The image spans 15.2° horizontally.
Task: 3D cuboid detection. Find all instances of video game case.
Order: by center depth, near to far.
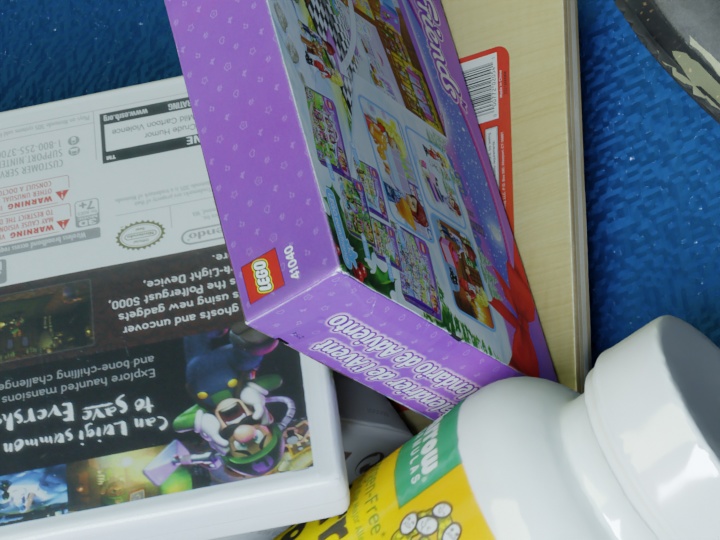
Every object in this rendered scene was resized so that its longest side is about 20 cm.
[{"bbox_3d":[-0.111,0.019,0.873,0.199,0.023,0.182,-11,50,3],"label":"video game case"}]

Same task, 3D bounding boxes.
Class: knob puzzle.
[{"bbox_3d":[0.000,0.000,0.969,0.219,0.030,0.220,-14,67,35],"label":"knob puzzle"}]

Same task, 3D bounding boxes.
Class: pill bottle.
[{"bbox_3d":[0.039,0.104,0.837,0.200,0.113,0.113,-37,52,20],"label":"pill bottle"}]

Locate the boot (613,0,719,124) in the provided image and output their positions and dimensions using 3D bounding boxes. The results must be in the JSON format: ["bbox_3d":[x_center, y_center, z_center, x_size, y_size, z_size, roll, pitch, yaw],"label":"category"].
[{"bbox_3d":[0.137,-0.129,0.871,0.132,0.070,0.200,-38,55,14],"label":"boot"}]

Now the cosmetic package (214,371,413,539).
[{"bbox_3d":[-0.081,0.092,0.941,0.200,0.074,0.102,-53,52,20],"label":"cosmetic package"}]

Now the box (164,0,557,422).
[{"bbox_3d":[-0.007,-0.054,0.882,0.039,0.137,0.200,-29,58,23],"label":"box"}]
